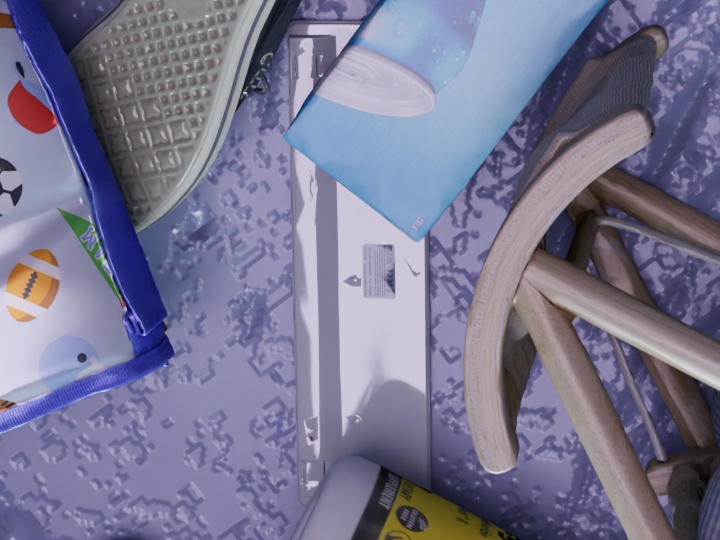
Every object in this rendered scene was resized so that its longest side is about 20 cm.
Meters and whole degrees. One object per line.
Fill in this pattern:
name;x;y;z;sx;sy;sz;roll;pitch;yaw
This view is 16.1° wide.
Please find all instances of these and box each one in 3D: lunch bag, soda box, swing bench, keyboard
lunch bag;-0.184;-0.014;0.990;0.199;0.124;0.171;-17;101;22
soda box;0.057;-0.112;0.952;0.068;0.064;0.200;37;103;-4
swing bench;0.120;0.032;0.910;0.200;0.199;0.130;45;106;-3
keyboard;0.000;0.000;1.022;0.056;0.011;0.202;0;103;4

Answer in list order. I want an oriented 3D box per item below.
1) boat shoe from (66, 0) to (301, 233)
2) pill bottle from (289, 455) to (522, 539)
boat shoe;-0.063;-0.093;0.983;0.074;0.062;0.201;38;121;12
pill bottle;0.055;0.164;0.995;0.199;0.113;0.113;27;106;-1
